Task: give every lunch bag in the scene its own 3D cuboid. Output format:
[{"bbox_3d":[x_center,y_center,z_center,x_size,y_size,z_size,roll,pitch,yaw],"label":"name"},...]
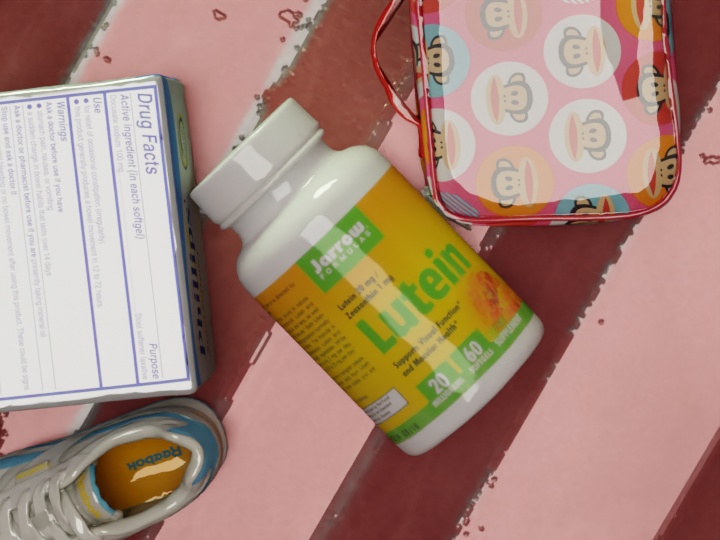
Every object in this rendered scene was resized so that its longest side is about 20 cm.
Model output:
[{"bbox_3d":[0.094,-0.123,1.643,0.176,0.082,0.200,-2,94,3],"label":"lunch bag"}]

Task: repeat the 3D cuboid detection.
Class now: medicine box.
[{"bbox_3d":[-0.195,-0.013,1.648,0.200,0.103,0.182,-6,93,2],"label":"medicine box"}]

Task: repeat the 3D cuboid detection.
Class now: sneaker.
[{"bbox_3d":[-0.175,0.135,1.667,0.200,0.081,0.077,-29,94,4],"label":"sneaker"}]

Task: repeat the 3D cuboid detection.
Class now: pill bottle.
[{"bbox_3d":[0.000,0.000,1.634,0.111,0.111,0.200,-44,94,4],"label":"pill bottle"}]
